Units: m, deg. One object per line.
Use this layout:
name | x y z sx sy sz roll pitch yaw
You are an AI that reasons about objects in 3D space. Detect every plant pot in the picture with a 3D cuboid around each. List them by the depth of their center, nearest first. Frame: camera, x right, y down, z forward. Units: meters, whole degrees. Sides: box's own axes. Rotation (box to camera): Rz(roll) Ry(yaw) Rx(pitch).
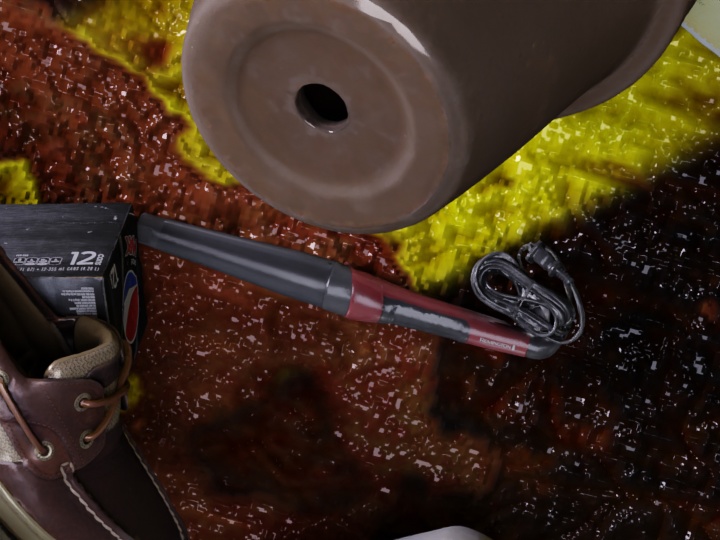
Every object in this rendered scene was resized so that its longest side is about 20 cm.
plant pot | 0.016 -0.110 1.035 0.199 0.175 0.201 16 133 18

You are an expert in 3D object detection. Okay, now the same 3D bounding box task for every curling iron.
curling iron | 0.000 0.000 1.188 0.199 0.026 0.050 10 88 8

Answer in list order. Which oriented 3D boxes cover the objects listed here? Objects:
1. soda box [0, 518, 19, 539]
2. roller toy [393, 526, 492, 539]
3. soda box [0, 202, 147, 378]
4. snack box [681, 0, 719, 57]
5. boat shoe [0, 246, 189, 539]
soda box | -0.214 0.065 1.110 0.063 0.068 0.200 -39 91 2
roller toy | 0.011 0.213 1.171 0.139 0.183 0.201 -15 104 10
soda box | -0.196 0.014 1.182 0.198 0.071 0.064 0 119 8
snack box | 0.158 -0.140 1.088 0.200 0.037 0.116 38 141 -7
boat shoe | -0.126 0.049 1.114 0.072 0.072 0.200 -30 108 24
